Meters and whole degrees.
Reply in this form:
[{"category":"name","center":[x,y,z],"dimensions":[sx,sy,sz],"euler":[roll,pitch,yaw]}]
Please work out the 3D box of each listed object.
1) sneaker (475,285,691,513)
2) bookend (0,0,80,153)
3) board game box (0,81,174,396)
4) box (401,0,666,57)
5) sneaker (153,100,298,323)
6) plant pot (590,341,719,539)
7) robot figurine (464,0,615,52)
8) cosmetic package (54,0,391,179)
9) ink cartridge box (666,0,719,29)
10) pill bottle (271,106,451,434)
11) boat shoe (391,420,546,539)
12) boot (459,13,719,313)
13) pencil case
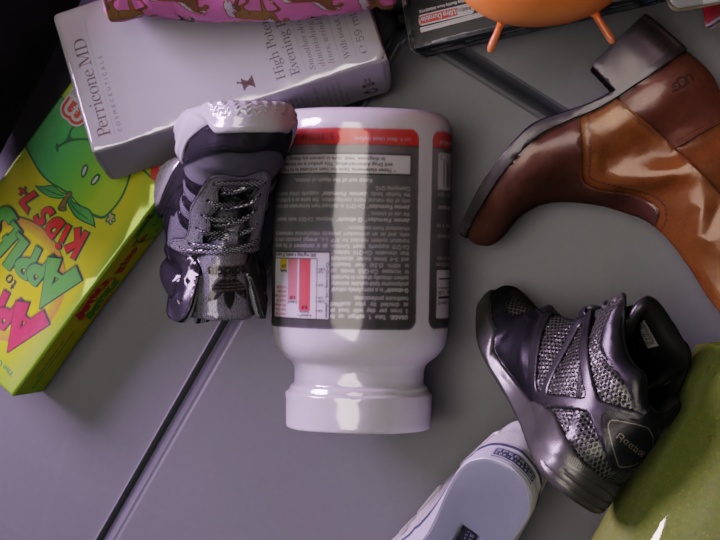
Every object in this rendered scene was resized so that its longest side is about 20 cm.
[{"category":"sneaker","center":[0.138,0.050,1.149],"dimensions":[0.076,0.200,0.114],"euler":[37,103,-26]},{"category":"bookend","center":[-0.311,-0.158,1.242],"dimensions":[0.198,0.092,0.200],"euler":[18,74,27]},{"category":"board game box","center":[-0.208,-0.024,1.305],"dimensions":[0.101,0.048,0.201],"euler":[40,100,12]},{"category":"box","center":[0.114,-0.237,1.214],"dimensions":[0.198,0.046,0.161],"euler":[-12,87,15]},{"category":"sneaker","center":[-0.080,-0.030,1.167],"dimensions":[0.075,0.200,0.115],"euler":[-2,76,-17]},{"category":"plant pot","center":[0.227,0.152,1.127],"dimensions":[0.198,0.200,0.192],"euler":[20,83,15]},{"category":"robot figurine","center":[0.097,-0.226,1.073],"dimensions":[0.142,0.117,0.202],"euler":[-9,100,-17]},{"category":"cosmetic package","center":[-0.088,-0.141,1.232],"dimensions":[0.198,0.074,0.103],"euler":[-18,77,0]},{"category":"ink cartridge box","center":[0.238,-0.256,1.131],"dimensions":[0.174,0.084,0.202],"euler":[-9,87,-7]},{"category":"pill bottle","center":[0.000,0.000,1.211],"dimensions":[0.115,0.116,0.202],"euler":[1,90,16]},{"category":"boat shoe","center":[0.066,0.166,1.218],"dimensions":[0.074,0.086,0.203],"euler":[34,128,8]},{"category":"boot","center":[0.185,-0.028,1.200],"dimensions":[0.188,0.068,0.200],"euler":[-43,87,4]},{"category":"pencil case","center":[-0.070,-0.200,1.166],"dimensions":[0.198,0.087,0.083],"euler":[-3,132,6]}]
